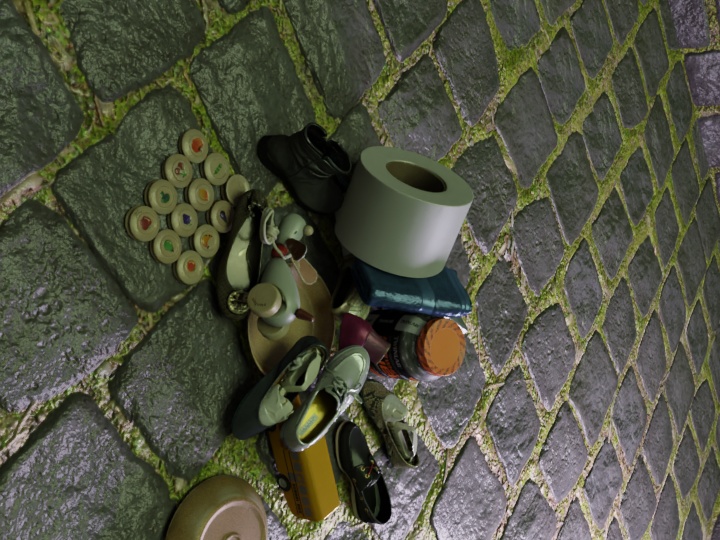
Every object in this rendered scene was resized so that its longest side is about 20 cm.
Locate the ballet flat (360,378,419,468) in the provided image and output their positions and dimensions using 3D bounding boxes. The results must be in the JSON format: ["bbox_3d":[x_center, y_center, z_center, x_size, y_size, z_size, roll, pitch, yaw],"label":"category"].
[{"bbox_3d":[0.067,0.286,1.537,0.068,0.075,0.201,-42,120,-41],"label":"ballet flat"}]

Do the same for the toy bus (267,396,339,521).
[{"bbox_3d":[-0.096,0.298,1.338,0.065,0.078,0.201,-26,109,-47],"label":"toy bus"}]

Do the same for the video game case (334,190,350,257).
[{"bbox_3d":[0.029,-0.062,1.537,0.182,0.023,0.201,-26,109,-48],"label":"video game case"}]

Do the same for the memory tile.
[{"bbox_3d":[-0.246,-0.093,1.211,0.153,0.017,0.201,50,53,-37],"label":"memory tile"}]

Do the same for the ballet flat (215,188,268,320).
[{"bbox_3d":[-0.172,-0.025,1.245,0.067,0.046,0.202,15,81,-30],"label":"ballet flat"}]

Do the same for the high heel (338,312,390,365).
[{"bbox_3d":[-0.043,0.166,1.390,0.096,0.067,0.200,38,98,-4],"label":"high heel"}]

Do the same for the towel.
[{"bbox_3d":[0.084,0.030,1.374,0.199,0.112,0.049,10,126,-26],"label":"towel"}]

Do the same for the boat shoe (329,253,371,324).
[{"bbox_3d":[0.000,0.000,1.427,0.065,0.072,0.201,47,55,-41],"label":"boat shoe"}]

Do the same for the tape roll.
[{"bbox_3d":[0.071,-0.099,1.377,0.202,0.202,0.140,-15,134,-49],"label":"tape roll"}]

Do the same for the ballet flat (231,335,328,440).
[{"bbox_3d":[-0.117,0.182,1.270,0.200,0.073,0.073,-50,126,-24],"label":"ballet flat"}]

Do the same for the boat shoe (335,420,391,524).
[{"bbox_3d":[0.009,0.361,1.479,0.074,0.063,0.203,-29,110,-44],"label":"boat shoe"}]

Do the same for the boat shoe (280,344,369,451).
[{"bbox_3d":[-0.042,0.191,1.275,0.075,0.086,0.202,48,62,-8],"label":"boat shoe"}]

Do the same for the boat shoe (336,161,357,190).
[{"bbox_3d":[0.047,-0.175,1.492,0.199,0.072,0.073,2,54,-39],"label":"boat shoe"}]

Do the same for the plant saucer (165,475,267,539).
[{"bbox_3d":[-0.202,0.410,1.231,0.200,0.035,0.202,0,90,-51],"label":"plant saucer"}]

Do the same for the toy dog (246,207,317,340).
[{"bbox_3d":[-0.101,0.008,1.253,0.132,0.096,0.202,36,63,-77],"label":"toy dog"}]

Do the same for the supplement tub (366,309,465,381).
[{"bbox_3d":[0.081,0.130,1.447,0.122,0.199,0.124,2,86,-37],"label":"supplement tub"}]

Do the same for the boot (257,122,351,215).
[{"bbox_3d":[-0.062,-0.156,1.340,0.200,0.131,0.070,36,62,-42],"label":"boot"}]

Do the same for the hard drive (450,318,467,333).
[{"bbox_3d":[0.116,0.037,1.538,0.200,0.033,0.140,35,22,-49],"label":"hard drive"}]

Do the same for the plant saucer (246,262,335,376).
[{"bbox_3d":[-0.119,0.089,1.346,0.199,0.035,0.202,2,88,-50],"label":"plant saucer"}]
